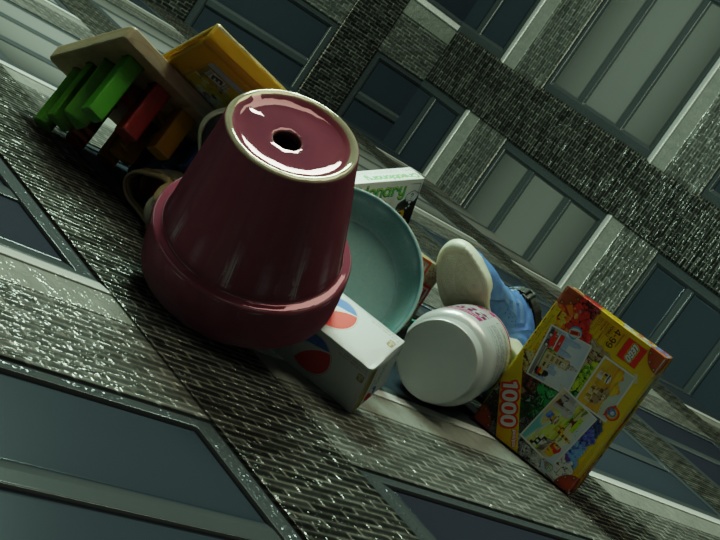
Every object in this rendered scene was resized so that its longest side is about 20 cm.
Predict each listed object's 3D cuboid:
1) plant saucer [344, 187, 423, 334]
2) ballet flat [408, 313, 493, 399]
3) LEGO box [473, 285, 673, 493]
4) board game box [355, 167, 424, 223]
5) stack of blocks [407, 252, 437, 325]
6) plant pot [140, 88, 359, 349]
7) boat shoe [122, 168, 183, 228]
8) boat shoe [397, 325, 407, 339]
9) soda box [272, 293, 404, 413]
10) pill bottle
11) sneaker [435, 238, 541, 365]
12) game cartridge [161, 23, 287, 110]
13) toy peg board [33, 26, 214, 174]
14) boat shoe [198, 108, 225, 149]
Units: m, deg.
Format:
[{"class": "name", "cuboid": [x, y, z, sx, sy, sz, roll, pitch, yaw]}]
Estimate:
[{"class": "plant saucer", "cuboid": [-0.033, 0.004, 1.470, 0.199, 0.200, 0.036, 37, -24, 10]}, {"class": "ballet flat", "cuboid": [0.150, 0.113, 1.830, 0.200, 0.073, 0.073, 41, 11, 24]}, {"class": "LEGO box", "cuboid": [0.257, 0.142, 1.671, 0.149, 0.201, 0.077, 37, 9, 16]}, {"class": "board game box", "cuboid": [-0.017, -0.063, 1.741, 0.199, 0.127, 0.035, -9, 37, -42]}, {"class": "stack of blocks", "cuboid": [0.000, 0.000, 1.700, 0.200, 0.116, 0.059, 30, 6, -46]}, {"class": "plant pot", "cuboid": [-0.088, -0.058, 1.281, 0.198, 0.180, 0.201, 15, 40, -13]}, {"class": "boat shoe", "cuboid": [-0.200, -0.059, 1.474, 0.069, 0.074, 0.200, 9, 15, -33]}, {"class": "boat shoe", "cuboid": [-0.034, 0.029, 1.513, 0.199, 0.066, 0.074, 37, 10, 6]}, {"class": "soda box", "cuboid": [-0.057, 0.047, 1.375, 0.200, 0.068, 0.064, 37, 42, 14]}, {"class": "pill bottle", "cuboid": [0.109, 0.099, 1.625, 0.113, 0.114, 0.200, 37, 9, 11]}, {"class": "sneaker", "cuboid": [0.169, 0.035, 1.769, 0.201, 0.076, 0.111, 60, 34, -12]}, {"class": "game cartridge", "cuboid": [-0.131, -0.175, 1.533, 0.200, 0.033, 0.176, 45, -24, -19]}, {"class": "toy peg board", "cuboid": [-0.264, -0.162, 1.580, 0.199, 0.098, 0.199, 46, -24, -28]}, {"class": "boat shoe", "cuboid": [-0.128, -0.084, 1.515, 0.066, 0.074, 0.200, -113, -168, -46]}]
